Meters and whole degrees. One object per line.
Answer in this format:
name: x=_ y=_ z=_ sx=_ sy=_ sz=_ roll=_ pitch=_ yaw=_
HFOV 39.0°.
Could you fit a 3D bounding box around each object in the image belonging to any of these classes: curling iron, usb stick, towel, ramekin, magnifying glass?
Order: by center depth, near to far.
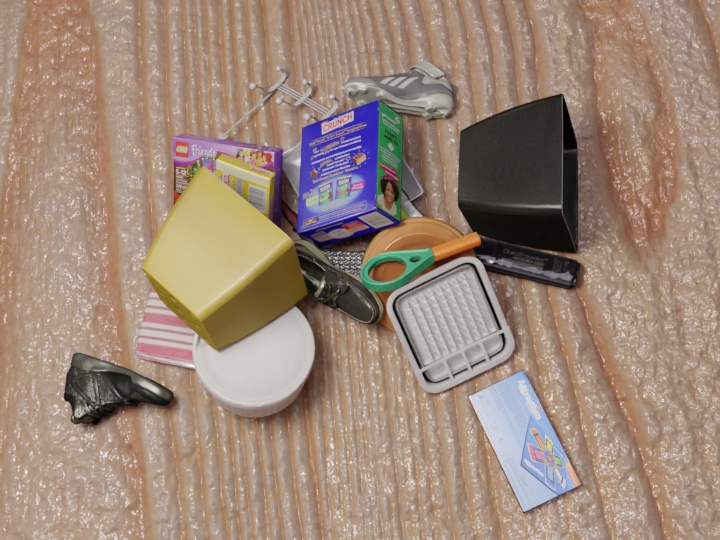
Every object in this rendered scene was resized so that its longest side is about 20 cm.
magnifying glass: x=0.095 y=-0.018 z=1.607 sx=0.198 sy=0.023 sz=0.080 roll=-18 pitch=37 yaw=-5
ramekin: x=-0.172 y=0.144 z=1.655 sx=0.199 sy=0.095 sz=0.205 roll=2 pitch=60 yaw=-3
usb stick: x=0.266 y=-0.014 z=1.700 sx=0.197 sy=0.033 sz=0.056 roll=14 pitch=68 yaw=12
towel: x=-0.298 y=0.066 z=1.755 sx=0.144 sy=0.030 sz=0.203 roll=8 pitch=74 yaw=12
curling iron: x=-0.119 y=-0.081 z=1.771 sx=0.200 sy=0.049 sz=0.026 roll=48 pitch=126 yaw=14

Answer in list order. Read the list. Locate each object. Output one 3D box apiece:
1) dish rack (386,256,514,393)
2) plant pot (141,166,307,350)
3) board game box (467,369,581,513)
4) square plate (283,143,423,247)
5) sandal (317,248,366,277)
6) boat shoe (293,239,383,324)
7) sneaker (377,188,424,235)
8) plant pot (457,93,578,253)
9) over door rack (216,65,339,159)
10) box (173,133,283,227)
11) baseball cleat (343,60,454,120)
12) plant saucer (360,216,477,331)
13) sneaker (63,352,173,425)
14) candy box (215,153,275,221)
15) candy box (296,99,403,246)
dish rack: x=0.142 y=0.082 z=1.633 sx=0.170 sy=0.044 sz=0.202 roll=-25 pitch=114 yaw=1
plant pot: x=-0.222 y=-0.001 z=1.582 sx=0.199 sy=0.201 sz=0.176 roll=39 pitch=73 yaw=19
board game box: x=0.259 y=0.270 z=1.619 sx=0.102 sy=0.019 sz=0.202 roll=-25 pitch=71 yaw=1
square plate: x=-0.019 y=-0.165 z=1.787 sx=0.198 sy=0.028 sz=0.200 roll=-29 pitch=72 yaw=-2
sandal: x=0.000 y=0.000 z=1.723 sx=0.197 sy=0.045 sz=0.076 roll=8 pitch=78 yaw=9
boat shoe: x=-0.054 y=0.026 z=1.660 sx=0.200 sy=0.066 sz=0.072 roll=39 pitch=121 yaw=15
sneaker: x=0.073 y=-0.064 z=1.713 sx=0.090 sy=0.078 sz=0.200 roll=-41 pitch=82 yaw=-1
plant pot: x=0.258 y=-0.151 z=1.668 sx=0.175 sy=0.200 sz=0.203 roll=-1 pitch=72 yaw=18
over door rack: x=-0.152 y=-0.263 z=1.798 sx=0.147 sy=0.067 sz=0.201 roll=32 pitch=76 yaw=28
box: x=-0.230 y=-0.153 z=1.754 sx=0.197 sy=0.039 sz=0.139 roll=10 pitch=110 yaw=20
baseball cleat: x=0.069 y=-0.325 z=1.798 sx=0.197 sy=0.070 sz=0.108 roll=13 pitch=63 yaw=-11
plant saucer: x=0.097 y=0.014 z=1.663 sx=0.197 sy=0.037 sz=0.203 roll=1 pitch=101 yaw=3
sneaker: x=-0.410 y=0.216 z=1.698 sx=0.197 sy=0.076 sz=0.116 roll=14 pitch=77 yaw=15
candy box: x=-0.195 y=-0.094 z=1.709 sx=0.101 sy=0.202 sz=0.026 roll=22 pitch=44 yaw=15
candy box: x=-0.017 y=-0.160 z=1.686 sx=0.168 sy=0.077 sz=0.203 roll=-14 pitch=64 yaw=34
